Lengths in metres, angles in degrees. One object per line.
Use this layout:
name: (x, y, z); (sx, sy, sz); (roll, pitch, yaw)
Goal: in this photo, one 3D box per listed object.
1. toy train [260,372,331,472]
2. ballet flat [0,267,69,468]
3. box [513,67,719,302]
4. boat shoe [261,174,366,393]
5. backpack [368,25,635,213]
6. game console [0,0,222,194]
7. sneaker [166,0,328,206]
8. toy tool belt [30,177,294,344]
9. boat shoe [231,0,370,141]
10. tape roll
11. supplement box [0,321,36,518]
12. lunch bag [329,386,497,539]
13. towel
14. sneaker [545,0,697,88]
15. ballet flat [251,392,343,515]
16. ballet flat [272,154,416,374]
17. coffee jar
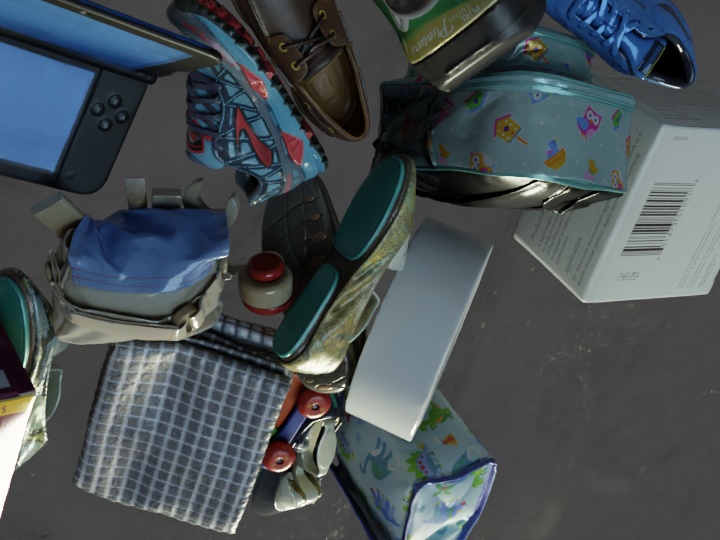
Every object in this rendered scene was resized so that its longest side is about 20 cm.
toy train: (-0.084, 0.093, 0.916); (0.115, 0.085, 0.201); (23, 110, -28)
ballet flat: (-0.279, 0.077, 0.790); (0.073, 0.074, 0.202); (0, 126, -32)
box: (0.295, -0.087, 0.971); (0.198, 0.131, 0.201); (-3, 126, -32)
boat shoe: (-0.038, 0.008, 0.857); (0.073, 0.074, 0.203); (-34, 120, -62)
backpack: (0.126, -0.123, 0.785); (0.174, 0.199, 0.155); (6, 100, -36)
game console: (-0.222, -0.119, 0.621); (0.198, 0.119, 0.172); (13, 116, -38)
sneaker: (-0.100, -0.120, 0.728); (0.095, 0.080, 0.201); (-35, 136, 0)
toy tool belt: (-0.149, -0.014, 0.743); (0.197, 0.126, 0.124); (-6, 129, -12)
boat shoe: (-0.040, -0.180, 0.725); (0.072, 0.068, 0.201); (-35, 136, -3)
tape roll: (0.057, 0.055, 0.892); (0.202, 0.070, 0.205); (23, 90, -83)
supplement box: (-0.345, 0.136, 0.725); (0.130, 0.103, 0.201); (-10, 139, -41)
lunch bag: (0.043, 0.234, 1.037); (0.126, 0.170, 0.202); (-11, 132, -25)
towel: (-0.158, 0.131, 0.835); (0.164, 0.086, 0.202); (18, 118, -6)
sneaker: (0.193, -0.197, 0.719); (0.198, 0.079, 0.066); (19, 129, -37)
ballet flat: (-0.065, 0.209, 1.019); (0.072, 0.073, 0.202); (3, 123, -34)
ballet flat: (0.000, 0.000, 0.782); (0.070, 0.071, 0.201); (25, 100, -43)
coffee jar: (0.037, -0.227, 0.656); (0.104, 0.086, 0.200); (-28, 110, 40)
